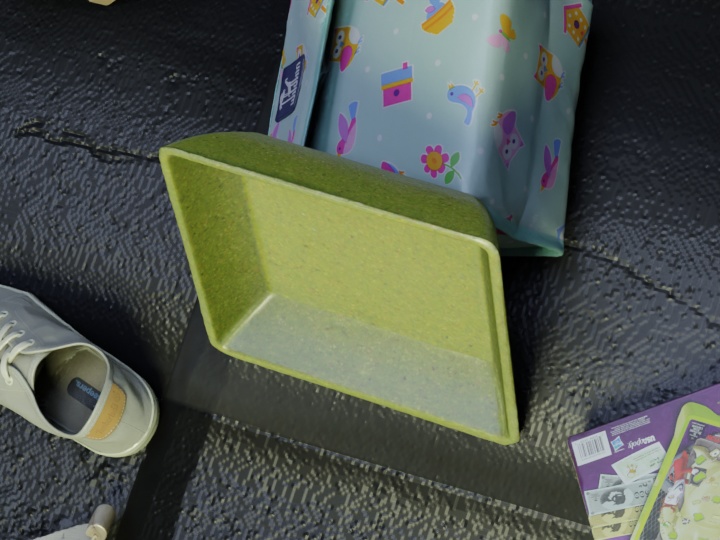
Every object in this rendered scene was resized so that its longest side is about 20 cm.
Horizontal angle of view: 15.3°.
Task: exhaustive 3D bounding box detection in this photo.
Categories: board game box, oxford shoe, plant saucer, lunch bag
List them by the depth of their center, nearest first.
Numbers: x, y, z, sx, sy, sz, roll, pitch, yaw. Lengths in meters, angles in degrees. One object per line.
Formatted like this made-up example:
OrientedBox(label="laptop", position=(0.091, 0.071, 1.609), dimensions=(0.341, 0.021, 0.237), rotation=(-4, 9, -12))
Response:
OrientedBox(label="board game box", position=(0.220, 0.116, 1.449), dimensions=(0.199, 0.032, 0.121), rotation=(-21, 63, 17))
OrientedBox(label="plant saucer", position=(0.000, 0.000, 1.487), dimensions=(0.199, 0.200, 0.048), rotation=(17, 59, 19))
OrientedBox(label="lunch bag", position=(0.022, -0.098, 1.552), dimensions=(0.199, 0.122, 0.171), rotation=(2, 79, 39))
OrientedBox(label="oxford shoe", position=(-0.210, 0.053, 1.639), dimensions=(0.199, 0.058, 0.075), rotation=(26, 88, 29))

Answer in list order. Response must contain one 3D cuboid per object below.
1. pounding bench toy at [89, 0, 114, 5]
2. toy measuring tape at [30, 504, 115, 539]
OrientedBox(label="pounding bench toy", position=(-0.203, -0.242, 1.685), dimensions=(0.200, 0.155, 0.125), rotation=(-27, 61, 48))
OrientedBox(label="toy measuring tape", position=(-0.248, 0.155, 1.612), dimensions=(0.199, 0.074, 0.074), rotation=(-17, 68, 21))
